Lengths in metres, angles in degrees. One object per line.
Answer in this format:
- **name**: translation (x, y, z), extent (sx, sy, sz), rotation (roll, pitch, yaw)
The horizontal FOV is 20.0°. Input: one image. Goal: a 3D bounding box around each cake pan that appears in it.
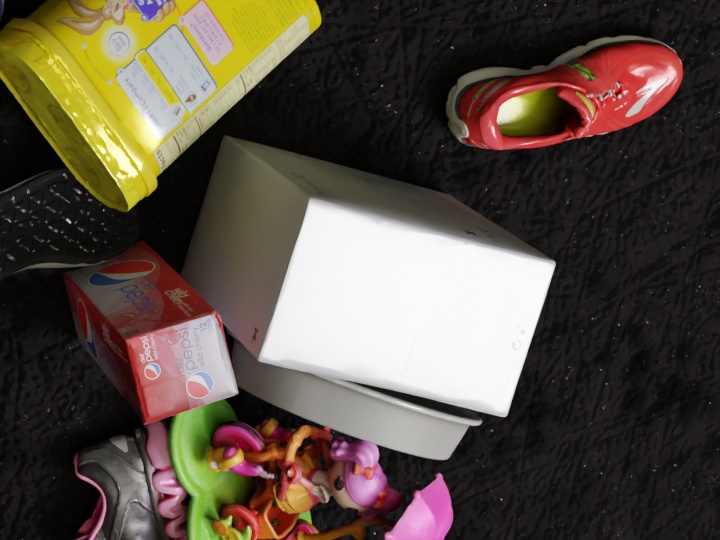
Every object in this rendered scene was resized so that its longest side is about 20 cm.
- **cake pan**: translation (-0.010, 0.091, 1.494), extent (0.199, 0.200, 0.037), rotation (19, 92, -25)

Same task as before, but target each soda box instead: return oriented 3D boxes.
- **soda box**: translation (-0.151, 0.039, 1.424), extent (0.069, 0.200, 0.064), rotation (-17, 110, -17)

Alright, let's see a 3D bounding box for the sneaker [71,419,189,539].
- **sneaker**: translation (-0.170, 0.213, 1.544), extent (0.094, 0.079, 0.202), rotation (-12, 101, -12)

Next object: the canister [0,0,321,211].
- **canister**: translation (-0.138, -0.162, 1.418), extent (0.200, 0.086, 0.149), rotation (-44, 118, -18)

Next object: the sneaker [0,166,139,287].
- **sneaker**: translation (-0.251, -0.025, 1.445), extent (0.199, 0.082, 0.072), rotation (-14, 88, -42)

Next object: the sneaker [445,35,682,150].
- **sneaker**: translation (0.166, -0.125, 1.567), extent (0.198, 0.085, 0.078), rotation (-16, 111, -17)

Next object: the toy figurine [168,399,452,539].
- **toy figurine**: translation (-0.022, 0.168, 1.495), extent (0.150, 0.183, 0.201), rotation (-48, 121, -49)

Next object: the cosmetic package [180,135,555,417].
- **cosmetic package**: translation (0.000, 0.000, 1.473), extent (0.198, 0.199, 0.124), rotation (12, 101, -25)

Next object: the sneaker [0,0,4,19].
- **sneaker**: translation (-0.321, -0.210, 1.365), extent (0.200, 0.075, 0.079), rotation (38, 78, -32)
